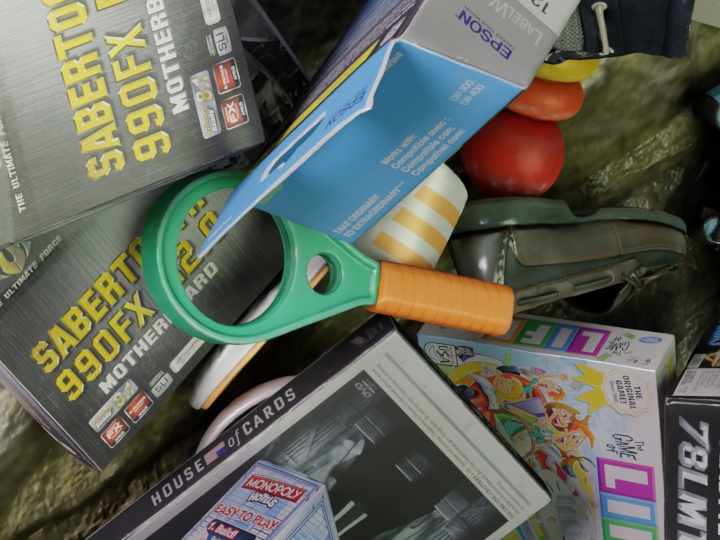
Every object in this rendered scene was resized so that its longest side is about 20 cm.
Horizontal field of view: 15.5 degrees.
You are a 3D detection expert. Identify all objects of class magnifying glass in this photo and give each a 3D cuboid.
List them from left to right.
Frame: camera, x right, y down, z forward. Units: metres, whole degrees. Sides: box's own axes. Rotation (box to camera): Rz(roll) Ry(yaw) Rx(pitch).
[{"bbox_3d":[-0.012,0.003,1.230,0.199,0.022,0.080,12,80,-35],"label":"magnifying glass"}]

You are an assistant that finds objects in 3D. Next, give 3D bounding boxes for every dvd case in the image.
[{"bbox_3d":[-0.023,0.127,1.323,0.200,0.025,0.150,-38,126,7],"label":"dvd case"}]

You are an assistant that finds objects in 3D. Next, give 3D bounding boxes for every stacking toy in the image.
[{"bbox_3d":[0.096,-0.129,1.339,0.085,0.085,0.201,-2,119,-42],"label":"stacking toy"}]

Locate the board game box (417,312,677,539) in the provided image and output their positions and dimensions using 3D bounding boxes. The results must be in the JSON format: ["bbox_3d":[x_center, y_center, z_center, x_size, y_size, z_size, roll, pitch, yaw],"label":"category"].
[{"bbox_3d":[0.107,0.116,1.425,0.034,0.134,0.201,-53,143,-48],"label":"board game box"}]

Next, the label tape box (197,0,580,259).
[{"bbox_3d":[0.024,-0.082,1.162,0.066,0.143,0.200,38,48,-10],"label":"label tape box"}]

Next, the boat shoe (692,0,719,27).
[{"bbox_3d":[0.208,-0.171,1.425,0.199,0.072,0.069,12,81,-39],"label":"boat shoe"}]

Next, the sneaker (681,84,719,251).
[{"bbox_3d":[0.220,-0.025,1.515,0.090,0.078,0.201,-16,115,-21],"label":"sneaker"}]

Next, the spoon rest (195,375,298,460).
[{"bbox_3d":[-0.011,0.117,1.362,0.099,0.061,0.200,-43,138,7],"label":"spoon rest"}]

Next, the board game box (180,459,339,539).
[{"bbox_3d":[-0.054,0.205,1.258,0.200,0.062,0.200,42,74,-34],"label":"board game box"}]

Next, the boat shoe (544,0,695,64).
[{"bbox_3d":[0.118,-0.189,1.233,0.075,0.092,0.201,-73,166,-56],"label":"boat shoe"}]

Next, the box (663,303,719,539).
[{"bbox_3d":[0.201,0.136,1.427,0.198,0.049,0.201,-37,127,-68],"label":"box"}]

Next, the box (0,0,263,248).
[{"bbox_3d":[-0.138,-0.122,1.087,0.158,0.048,0.201,-23,112,-26],"label":"box"}]

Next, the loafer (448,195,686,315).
[{"bbox_3d":[0.108,-0.001,1.392,0.200,0.072,0.063,4,78,-53],"label":"loafer"}]

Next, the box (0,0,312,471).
[{"bbox_3d":[-0.105,-0.031,1.216,0.200,0.048,0.159,-48,136,-13],"label":"box"}]

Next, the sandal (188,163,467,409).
[{"bbox_3d":[-0.001,0.001,1.301,0.059,0.079,0.207,41,87,-3],"label":"sandal"}]
